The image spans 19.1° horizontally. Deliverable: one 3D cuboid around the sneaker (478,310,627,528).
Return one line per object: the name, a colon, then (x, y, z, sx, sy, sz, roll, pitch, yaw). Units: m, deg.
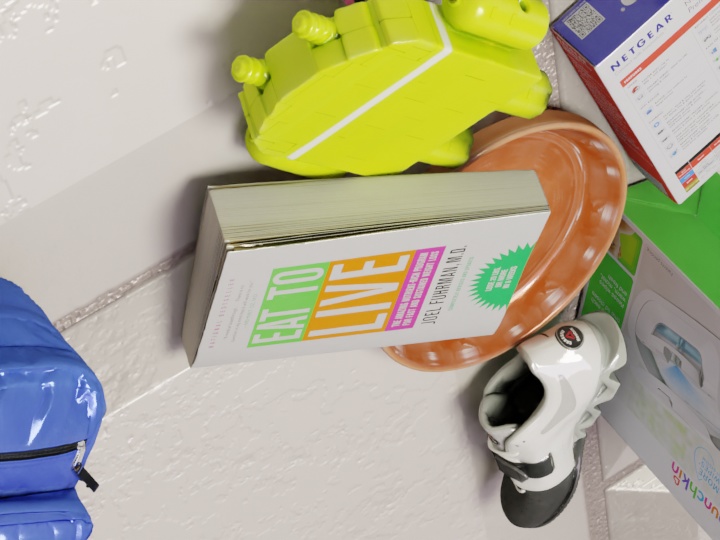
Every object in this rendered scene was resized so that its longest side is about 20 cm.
sneaker: (0.115, 0.110, 1.515, 0.088, 0.074, 0.200, -11, 136, -27)

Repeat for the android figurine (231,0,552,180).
android figurine: (0.015, -0.102, 1.186, 0.182, 0.041, 0.200, -33, 153, 33)

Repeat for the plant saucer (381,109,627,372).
plant saucer: (0.085, -0.021, 1.390, 0.200, 0.032, 0.201, -24, 140, -21)

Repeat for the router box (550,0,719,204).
router box: (0.237, -0.162, 1.369, 0.200, 0.049, 0.180, -42, 143, 0)

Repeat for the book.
book: (0.000, 0.000, 1.280, 0.199, 0.048, 0.134, -6, 145, -19)

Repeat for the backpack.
backpack: (-0.219, 0.110, 1.142, 0.162, 0.168, 0.200, -4, 126, -48)

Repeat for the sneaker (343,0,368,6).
sneaker: (0.083, -0.191, 1.169, 0.200, 0.087, 0.074, -32, 142, -13)

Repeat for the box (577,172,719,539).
box: (0.246, 0.059, 1.474, 0.097, 0.200, 0.177, -18, 138, -27)
